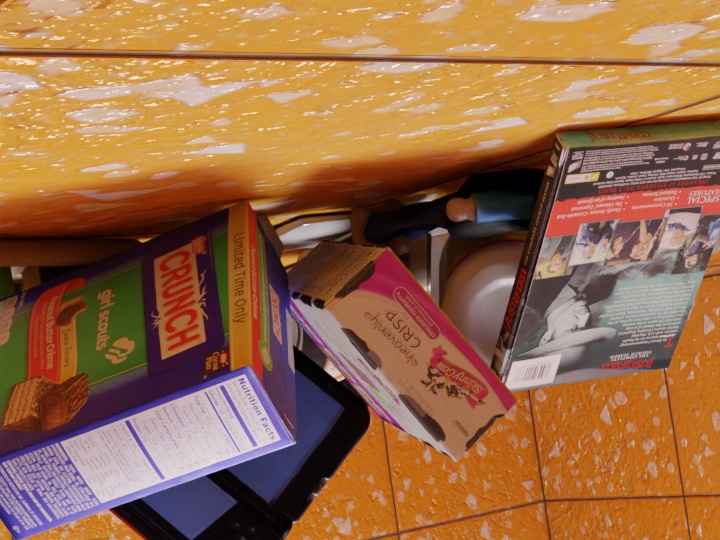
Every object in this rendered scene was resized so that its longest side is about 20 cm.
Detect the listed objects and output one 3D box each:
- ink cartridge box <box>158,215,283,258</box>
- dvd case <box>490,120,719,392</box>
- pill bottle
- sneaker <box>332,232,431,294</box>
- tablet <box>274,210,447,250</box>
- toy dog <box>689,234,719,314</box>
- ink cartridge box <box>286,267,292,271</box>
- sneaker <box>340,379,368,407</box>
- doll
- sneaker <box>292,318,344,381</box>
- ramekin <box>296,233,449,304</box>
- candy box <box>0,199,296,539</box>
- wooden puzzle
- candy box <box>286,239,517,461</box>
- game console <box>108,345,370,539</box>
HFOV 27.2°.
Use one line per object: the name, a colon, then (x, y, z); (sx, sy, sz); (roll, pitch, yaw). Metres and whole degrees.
ink cartridge box: (-0.120, 0.051, 1.057); (0.098, 0.202, 0.039); (-9, 134, 22)
dvd case: (0.169, -0.007, 0.982); (0.144, 0.202, 0.022); (-7, -141, -22)
pill bottle: (0.110, 0.011, 1.132); (0.103, 0.106, 0.200); (-8, -166, 5)
sneaker: (0.000, 0.000, 1.217); (0.088, 0.068, 0.200); (1, 174, -8)
tablet: (0.013, -0.036, 1.241); (0.197, 0.014, 0.130); (-7, 175, -27)
toy dog: (0.237, 0.005, 1.147); (0.131, 0.096, 0.201); (-28, 150, -46)
ink cartridge box: (0.000, 0.010, 1.625); (0.194, 0.044, 0.199); (-7, 174, -27)
sneaker: (-0.071, 0.139, 1.398); (0.199, 0.076, 0.079); (-31, -158, -26)
doll: (0.092, -0.045, 1.033); (0.198, 0.049, 0.136); (-9, -175, 40)
sneaker: (-0.080, 0.112, 1.275); (0.079, 0.079, 0.200); (19, 143, -26)
ramekin: (0.031, 0.019, 1.419); (0.197, 0.099, 0.200); (-8, 176, -1)
candy box: (-0.145, 0.062, 0.967); (0.198, 0.078, 0.170); (-20, -144, 9)
wooden puzzle: (-0.284, 0.013, 1.086); (0.198, 0.047, 0.184); (-11, 175, 36)
candy box: (0.017, 0.049, 1.033); (0.061, 0.137, 0.200); (-42, -168, -8)
game console: (-0.118, 0.109, 1.085); (0.119, 0.199, 0.172); (-56, 171, 18)
